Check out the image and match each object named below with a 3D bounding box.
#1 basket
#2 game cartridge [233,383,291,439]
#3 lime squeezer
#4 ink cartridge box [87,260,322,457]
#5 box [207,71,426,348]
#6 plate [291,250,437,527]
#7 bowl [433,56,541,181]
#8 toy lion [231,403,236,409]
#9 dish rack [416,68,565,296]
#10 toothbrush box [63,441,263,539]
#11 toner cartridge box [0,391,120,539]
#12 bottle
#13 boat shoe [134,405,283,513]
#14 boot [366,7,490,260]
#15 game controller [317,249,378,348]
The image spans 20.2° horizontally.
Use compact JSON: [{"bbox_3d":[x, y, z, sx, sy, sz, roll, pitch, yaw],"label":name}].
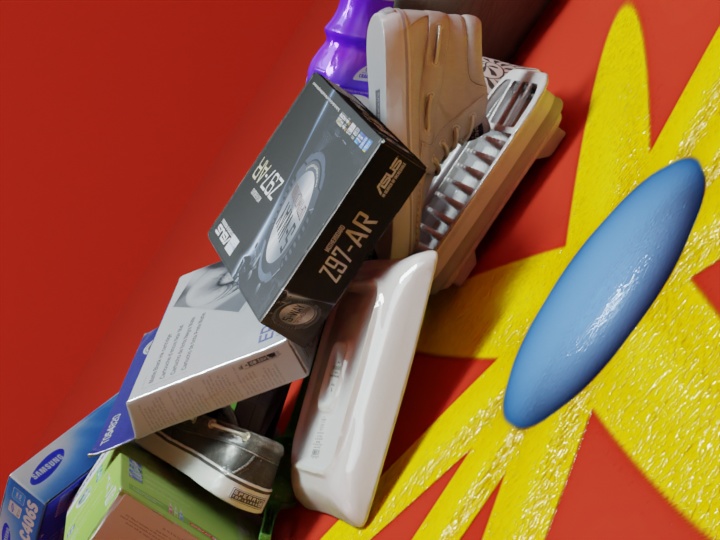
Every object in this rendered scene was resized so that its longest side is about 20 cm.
[{"bbox_3d":[0.073,-0.218,1.903,0.201,0.179,0.136,-64,27,13],"label":"basket"},{"bbox_3d":[-0.088,0.134,1.704,0.130,0.038,0.201,-69,-1,-45],"label":"game cartridge"},{"bbox_3d":[-0.058,0.158,1.612,0.071,0.038,0.201,-49,17,42],"label":"lime squeezer"},{"bbox_3d":[-0.119,0.051,1.608,0.199,0.041,0.200,-23,23,18],"label":"ink cartridge box"},{"bbox_3d":[-0.037,-0.050,1.526,0.161,0.043,0.200,-55,24,9],"label":"box"},{"bbox_3d":[-0.007,0.081,1.492,0.199,0.032,0.201,174,112,-75],"label":"plate"},{"bbox_3d":[0.063,-0.119,1.777,0.201,0.094,0.201,-54,11,15],"label":"bowl"},{"bbox_3d":[-0.118,0.120,1.861,0.201,0.068,0.192,-61,3,-28],"label":"toy lion"},{"bbox_3d":[0.093,-0.065,1.614,0.201,0.043,0.172,-55,11,1],"label":"dish rack"},{"bbox_3d":[-0.148,0.213,1.566,0.086,0.145,0.200,-55,11,5],"label":"toothbrush box"},{"bbox_3d":[-0.224,0.164,1.719,0.200,0.043,0.095,-38,-24,-45],"label":"toner cartridge box"},{"bbox_3d":[-0.009,-0.163,1.828,0.065,0.083,0.201,23,104,45],"label":"bottle"},{"bbox_3d":[-0.123,0.129,1.595,0.200,0.071,0.064,24,89,50],"label":"boat shoe"},{"bbox_3d":[0.058,-0.103,1.574,0.074,0.095,0.202,-165,74,-73],"label":"boot"},{"bbox_3d":[0.000,0.000,1.685,0.104,0.042,0.201,178,104,-73],"label":"game controller"}]
